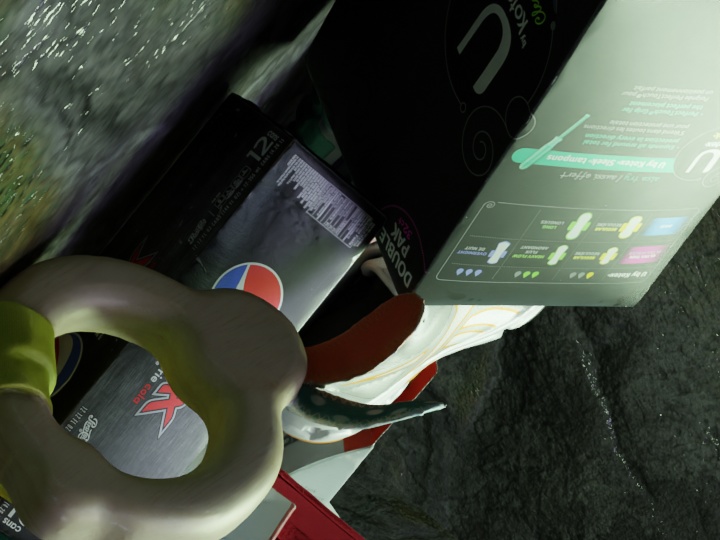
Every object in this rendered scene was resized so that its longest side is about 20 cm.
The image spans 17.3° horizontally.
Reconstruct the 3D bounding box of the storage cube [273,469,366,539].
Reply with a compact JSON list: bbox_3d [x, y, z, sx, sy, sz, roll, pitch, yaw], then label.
[{"bbox_3d":[-0.129,0.203,1.353,0.180,0.171,0.200,-43,172,-45],"label":"storage cube"}]

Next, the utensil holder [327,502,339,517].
[{"bbox_3d":[-0.125,0.230,1.635,0.200,0.170,0.170,-47,174,-30],"label":"utensil holder"}]

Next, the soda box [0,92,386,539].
[{"bbox_3d":[-0.083,0.028,0.987,0.200,0.063,0.071,-50,-147,0],"label":"soda box"}]

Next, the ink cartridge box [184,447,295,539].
[{"bbox_3d":[-0.121,0.179,1.080,0.200,0.067,0.116,-53,179,18],"label":"ink cartridge box"}]

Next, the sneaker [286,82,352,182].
[{"bbox_3d":[0.034,-0.084,1.124,0.200,0.087,0.074,-53,-163,23],"label":"sneaker"}]

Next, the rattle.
[{"bbox_3d":[-0.078,0.072,0.928,0.200,0.130,0.143,-13,135,-45],"label":"rattle"}]

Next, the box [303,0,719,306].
[{"bbox_3d":[0.084,-0.099,0.972,0.124,0.149,0.200,0,142,-28],"label":"box"}]

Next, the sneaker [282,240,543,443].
[{"bbox_3d":[0.036,0.005,1.163,0.200,0.076,0.092,-40,164,-14],"label":"sneaker"}]

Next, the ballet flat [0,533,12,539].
[{"bbox_3d":[-0.194,0.182,1.168,0.200,0.073,0.073,-49,175,-48],"label":"ballet flat"}]

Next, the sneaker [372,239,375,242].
[{"bbox_3d":[0.000,0.000,1.335,0.200,0.105,0.075,-48,-149,20],"label":"sneaker"}]

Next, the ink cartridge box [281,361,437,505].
[{"bbox_3d":[-0.032,0.062,1.442,0.200,0.057,0.163,-56,-153,36],"label":"ink cartridge box"}]
